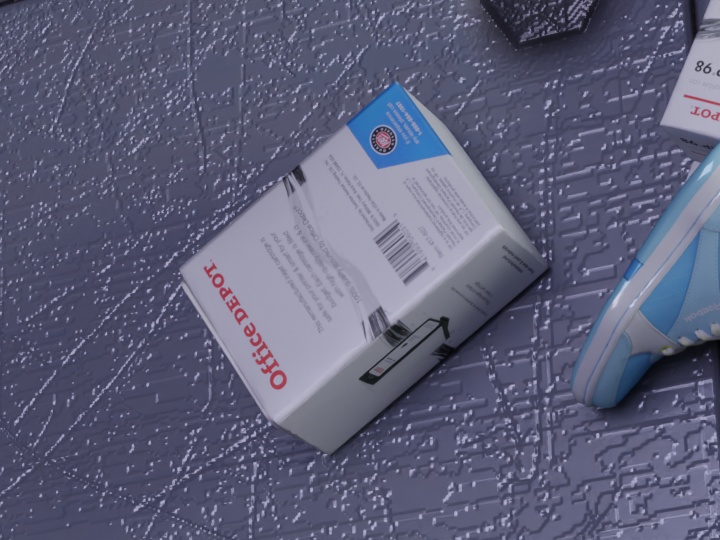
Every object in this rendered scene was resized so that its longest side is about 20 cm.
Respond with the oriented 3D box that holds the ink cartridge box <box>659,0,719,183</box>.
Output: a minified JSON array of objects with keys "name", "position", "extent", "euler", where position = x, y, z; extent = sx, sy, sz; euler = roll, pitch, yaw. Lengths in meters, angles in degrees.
[{"name":"ink cartridge box","position":[0.269,-0.120,1.623],"extent":[0.115,0.067,0.201],"euler":[17,79,32]}]

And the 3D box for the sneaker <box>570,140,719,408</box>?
[{"name":"sneaker","position":[0.223,0.030,1.586],"extent":[0.130,0.080,0.201],"euler":[35,115,8]}]

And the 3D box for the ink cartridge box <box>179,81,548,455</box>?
[{"name":"ink cartridge box","position":[0.000,0.000,1.710],"extent":[0.200,0.084,0.146],"euler":[-40,58,10]}]
